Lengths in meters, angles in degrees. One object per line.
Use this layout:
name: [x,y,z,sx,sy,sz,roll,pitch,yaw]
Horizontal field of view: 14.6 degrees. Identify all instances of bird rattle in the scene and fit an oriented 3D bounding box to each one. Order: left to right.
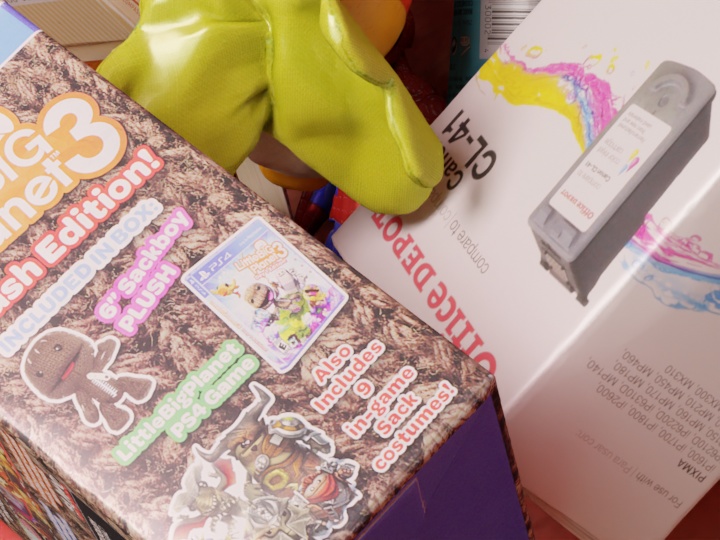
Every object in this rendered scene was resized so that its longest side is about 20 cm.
bird rattle: [-0.021,-0.110,0.918,0.112,0.163,0.202,3,73,5]

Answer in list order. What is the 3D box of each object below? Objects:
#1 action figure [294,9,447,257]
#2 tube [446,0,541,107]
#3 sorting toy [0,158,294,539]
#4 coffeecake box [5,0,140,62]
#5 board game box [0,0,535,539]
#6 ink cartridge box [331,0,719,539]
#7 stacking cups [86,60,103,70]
action figure: [0.000,0.000,1.035,0.065,0.052,0.202,2,82,44]
tube: [0.055,-0.027,0.996,0.077,0.050,0.202,4,91,42]
sorting toy: [-0.108,0.053,0.969,0.197,0.070,0.201,-16,62,2]
coffeecake box: [-0.110,-0.171,0.977,0.153,0.073,0.201,-3,58,40]
board game box: [-0.055,0.044,0.835,0.200,0.160,0.097,37,73,24]
ink cartridge box: [0.101,-0.031,0.882,0.200,0.085,0.148,-47,32,9]
stacking cups: [-0.110,-0.071,1.052,0.199,0.060,0.061,7,87,34]
